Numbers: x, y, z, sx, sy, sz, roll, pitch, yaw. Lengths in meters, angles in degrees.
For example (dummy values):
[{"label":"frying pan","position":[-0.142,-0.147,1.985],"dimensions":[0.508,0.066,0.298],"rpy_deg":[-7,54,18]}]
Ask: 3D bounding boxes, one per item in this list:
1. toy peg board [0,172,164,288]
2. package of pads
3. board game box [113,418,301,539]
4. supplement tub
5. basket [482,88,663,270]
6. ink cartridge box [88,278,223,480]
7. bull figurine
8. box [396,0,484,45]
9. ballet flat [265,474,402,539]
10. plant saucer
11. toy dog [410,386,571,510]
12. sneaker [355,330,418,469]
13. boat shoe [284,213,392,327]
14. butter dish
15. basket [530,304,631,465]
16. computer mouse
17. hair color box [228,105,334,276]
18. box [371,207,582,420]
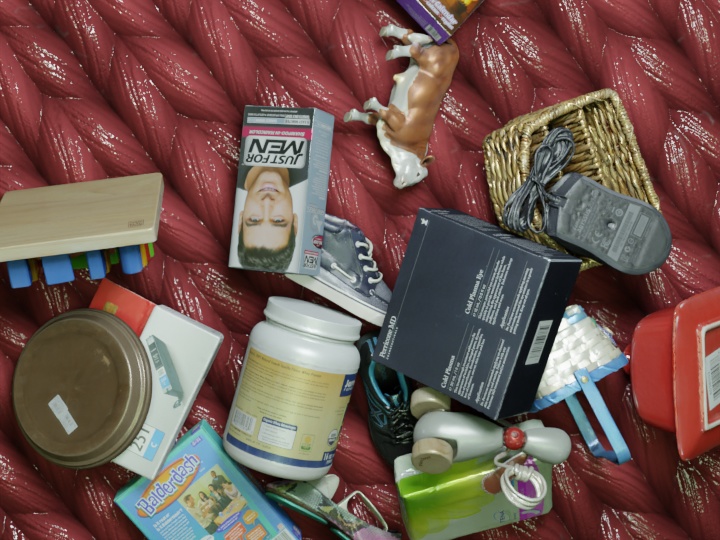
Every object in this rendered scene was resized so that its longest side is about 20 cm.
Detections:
[{"label":"toy peg board","position":[-0.334,-0.029,1.537],"dimensions":[0.199,0.199,0.098],"rpy_deg":[-8,114,-3]},{"label":"package of pads","position":[0.146,0.274,1.632],"dimensions":[0.199,0.068,0.155],"rpy_deg":[-14,142,-3]},{"label":"board game box","position":[-0.197,0.318,1.658],"dimensions":[0.152,0.045,0.200],"rpy_deg":[-39,98,2]},{"label":"supplement tub","position":[-0.082,0.145,1.594],"dimensions":[0.143,0.144,0.201],"rpy_deg":[15,97,-6]},{"label":"basket","position":[0.255,-0.102,1.561],"dimensions":[0.142,0.148,0.201],"rpy_deg":[-29,102,-44]},{"label":"ink cartridge box","position":[-0.292,0.135,1.606],"dimensions":[0.175,0.045,0.201],"rpy_deg":[25,90,2]},{"label":"bull figurine","position":[0.056,-0.205,1.591],"dimensions":[0.121,0.065,0.201],"rpy_deg":[23,85,-32]},{"label":"box","position":[0.076,-0.396,1.564],"dimensions":[0.200,0.039,0.137],"rpy_deg":[45,69,-8]},{"label":"ballet flat","position":[-0.030,0.312,1.666],"dimensions":[0.200,0.069,0.071],"rpy_deg":[35,76,-12]},{"label":"plant saucer","position":[-0.352,0.146,1.588],"dimensions":[0.199,0.029,0.202],"rpy_deg":[-3,81,19]},{"label":"toy dog","position":[0.141,0.216,1.539],"dimensions":[0.199,0.097,0.132],"rpy_deg":[26,55,8]},{"label":"sneaker","position":[0.041,0.180,1.640],"dimensions":[0.073,0.082,0.201],"rpy_deg":[-22,100,-3]},{"label":"boat shoe","position":[0.000,0.000,1.615],"dimensions":[0.199,0.075,0.093],"rpy_deg":[26,102,-6]},{"label":"butter dish","position":[0.404,0.120,1.636],"dimensions":[0.199,0.147,0.201],"rpy_deg":[-13,102,-47]},{"label":"basket","position":[0.272,0.147,1.606],"dimensions":[0.138,0.176,0.201],"rpy_deg":[-23,87,-5]},{"label":"computer mouse","position":[0.275,-0.066,1.515],"dimensions":[0.199,0.053,0.139],"rpy_deg":[30,84,-4]},{"label":"hair color box","position":[-0.097,-0.098,1.572],"dimensions":[0.098,0.061,0.201],"rpy_deg":[5,89,23]},{"label":"box","position":[0.137,0.048,1.525],"dimensions":[0.181,0.104,0.201],"rpy_deg":[24,103,29]}]
